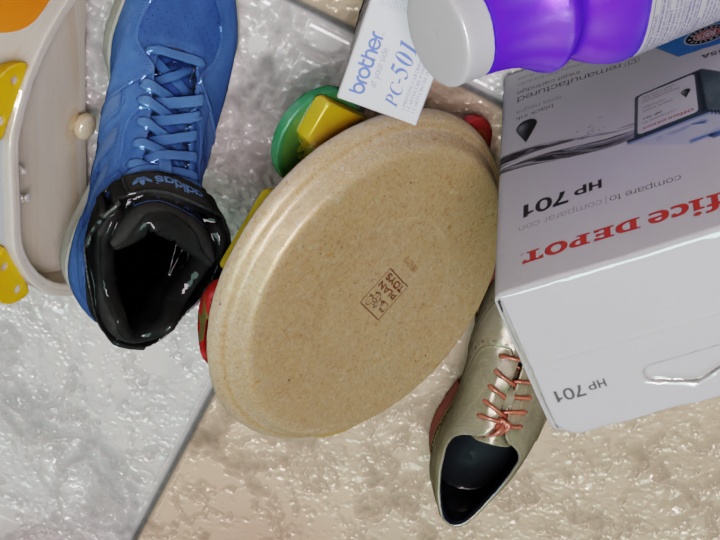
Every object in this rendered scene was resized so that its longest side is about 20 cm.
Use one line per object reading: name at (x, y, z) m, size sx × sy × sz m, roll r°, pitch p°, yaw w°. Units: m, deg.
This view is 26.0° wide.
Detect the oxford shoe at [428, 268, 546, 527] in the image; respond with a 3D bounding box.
oxford shoe at (0.090, 0.063, 0.885) m, size 0.070 × 0.075 × 0.202 m, roll 15°, pitch 124°, yaw -2°

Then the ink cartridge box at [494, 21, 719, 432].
ink cartridge box at (0.144, -0.033, 0.740) m, size 0.145 × 0.201 × 0.086 m, roll -17°, pitch 120°, yaw 18°

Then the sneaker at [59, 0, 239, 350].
sneaker at (-0.096, -0.059, 0.781) m, size 0.076 × 0.111 × 0.202 m, roll 13°, pitch 105°, yaw -28°

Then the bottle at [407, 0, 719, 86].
bottle at (0.113, -0.136, 0.696) m, size 0.198 × 0.065 × 0.084 m, roll -25°, pitch 136°, yaw -24°

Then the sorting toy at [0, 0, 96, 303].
sorting toy at (-0.235, -0.083, 0.837) m, size 0.178 × 0.107 × 0.202 m, roll 19°, pitch 126°, yaw 18°

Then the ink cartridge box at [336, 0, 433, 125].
ink cartridge box at (0.042, -0.178, 0.723) m, size 0.044 × 0.094 × 0.202 m, roll 18°, pitch 123°, yaw -5°

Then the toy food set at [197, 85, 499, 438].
toy food set at (0.000, 0.000, 0.811) m, size 0.199 × 0.049 × 0.199 m, roll 20°, pitch 105°, yaw -51°
